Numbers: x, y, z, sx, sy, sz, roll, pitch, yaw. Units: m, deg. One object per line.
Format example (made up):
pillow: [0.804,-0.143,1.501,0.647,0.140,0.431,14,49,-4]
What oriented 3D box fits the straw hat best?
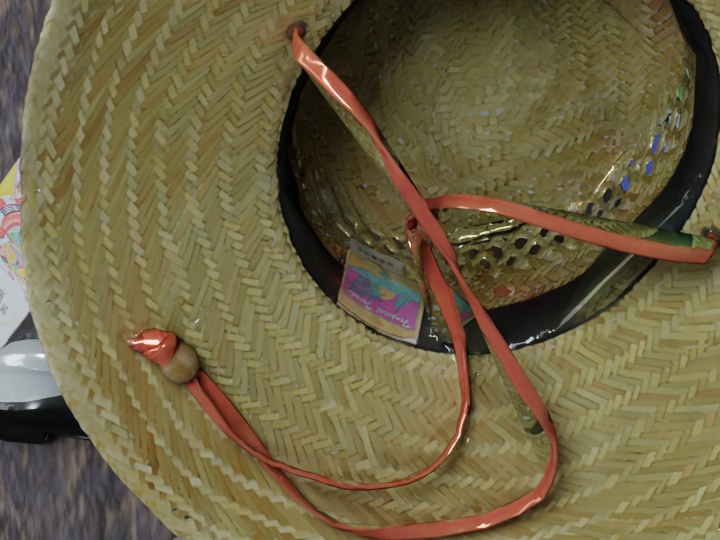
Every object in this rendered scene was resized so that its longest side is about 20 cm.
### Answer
straw hat: [0.026,-0.034,0.595,0.085,0.200,0.202,-91,17,-59]

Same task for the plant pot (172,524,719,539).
plant pot: [0.053,0.108,0.683,0.134,0.200,0.201,-41,43,12]

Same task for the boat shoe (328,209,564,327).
boat shoe: [0.000,0.000,0.798,0.071,0.200,0.065,-53,2,-23]

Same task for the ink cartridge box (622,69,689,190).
ink cartridge box: [0.107,-0.060,0.720,0.200,0.042,0.120,126,139,-50]

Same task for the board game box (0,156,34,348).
board game box: [-0.040,-0.060,0.912,0.034,0.134,0.200,51,145,5]

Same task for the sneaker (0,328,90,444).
sneaker: [-0.143,0.021,1.194,0.200,0.080,0.087,-3,73,56]
